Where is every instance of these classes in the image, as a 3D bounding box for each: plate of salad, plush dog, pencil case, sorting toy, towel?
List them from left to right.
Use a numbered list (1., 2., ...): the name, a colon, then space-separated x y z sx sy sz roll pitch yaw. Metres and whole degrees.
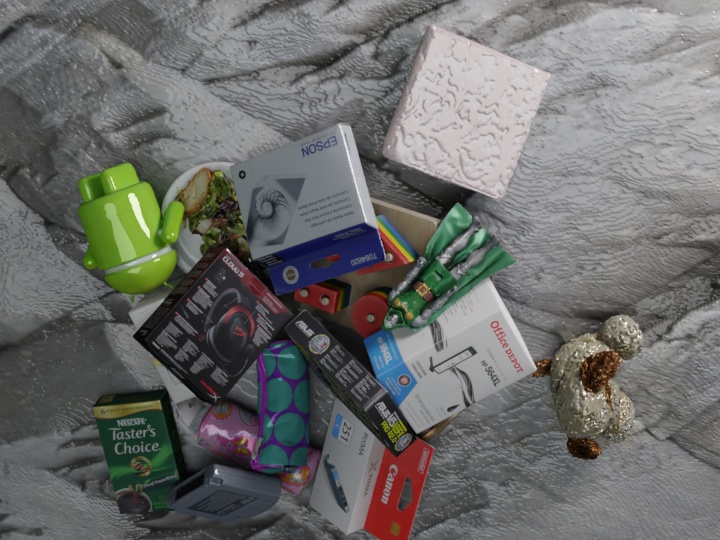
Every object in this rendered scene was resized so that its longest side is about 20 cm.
1. plate of salad: -0.208 -0.063 1.733 0.199 0.048 0.201 3 108 8
2. pencil case: -0.163 0.278 1.823 0.199 0.087 0.088 26 110 1
3. pencil case: -0.123 0.207 1.751 0.085 0.092 0.201 -12 75 50
4. sorting toy: 0.000 0.000 1.673 0.198 0.070 0.201 19 111 25
5. towel: 0.148 -0.222 1.631 0.190 0.032 0.201 21 111 1
6. plush dog: 0.323 0.172 1.657 0.160 0.172 0.201 5 110 8

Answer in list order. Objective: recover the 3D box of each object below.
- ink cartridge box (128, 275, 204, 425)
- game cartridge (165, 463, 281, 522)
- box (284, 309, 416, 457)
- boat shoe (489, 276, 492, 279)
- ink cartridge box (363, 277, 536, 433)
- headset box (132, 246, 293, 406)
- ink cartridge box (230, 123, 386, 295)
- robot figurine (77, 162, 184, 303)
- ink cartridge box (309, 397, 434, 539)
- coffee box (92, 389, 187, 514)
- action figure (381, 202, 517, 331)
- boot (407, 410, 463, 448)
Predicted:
1. ink cartridge box: -0.266 0.122 1.766 0.067 0.117 0.201 -20 104 16
2. game cartridge: -0.209 0.351 1.804 0.133 0.042 0.200 14 151 -27
3. box: -0.014 0.165 1.675 0.044 0.200 0.160 -41 143 -10
4. boat shoe: 0.104 -0.026 1.686 0.200 0.063 0.073 31 121 18
5. ink cartridge box: 0.128 0.120 1.633 0.199 0.084 0.146 -29 128 7
6. headset box: -0.207 0.072 1.681 0.149 0.075 0.200 45 73 -20
7. ink cartridge box: -0.077 -0.083 1.633 0.199 0.041 0.201 -18 85 28
8. robot figurine: -0.346 -0.054 1.715 0.175 0.116 0.201 -17 98 25
9. ink cartridge box: 0.013 0.319 1.779 0.176 0.045 0.201 29 115 36
10. coffee box: -0.355 0.297 1.877 0.122 0.044 0.201 -6 107 11
11. action figure: 0.104 0.013 1.586 0.200 0.055 0.118 -45 73 -2
12. boot: 0.087 0.165 1.760 0.200 0.072 0.167 -41 88 18
